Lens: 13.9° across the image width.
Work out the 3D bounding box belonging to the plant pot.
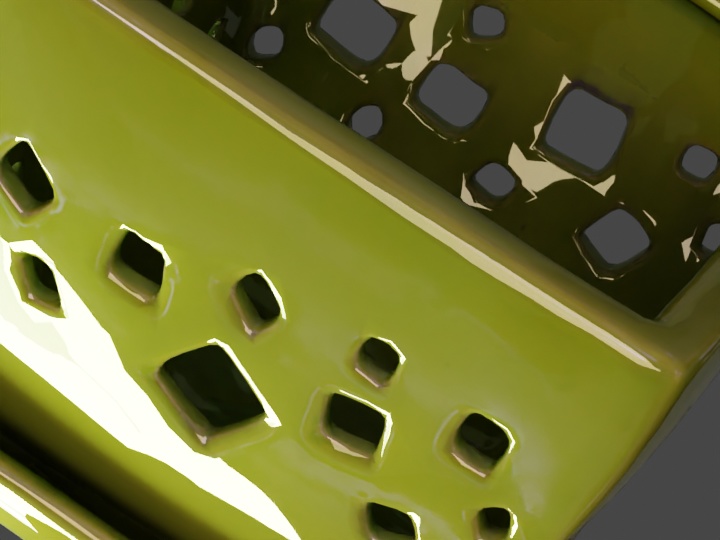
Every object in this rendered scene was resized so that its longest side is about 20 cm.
[{"bbox_3d":[0.000,0.000,0.806,0.199,0.199,0.182,33,123,9],"label":"plant pot"}]
